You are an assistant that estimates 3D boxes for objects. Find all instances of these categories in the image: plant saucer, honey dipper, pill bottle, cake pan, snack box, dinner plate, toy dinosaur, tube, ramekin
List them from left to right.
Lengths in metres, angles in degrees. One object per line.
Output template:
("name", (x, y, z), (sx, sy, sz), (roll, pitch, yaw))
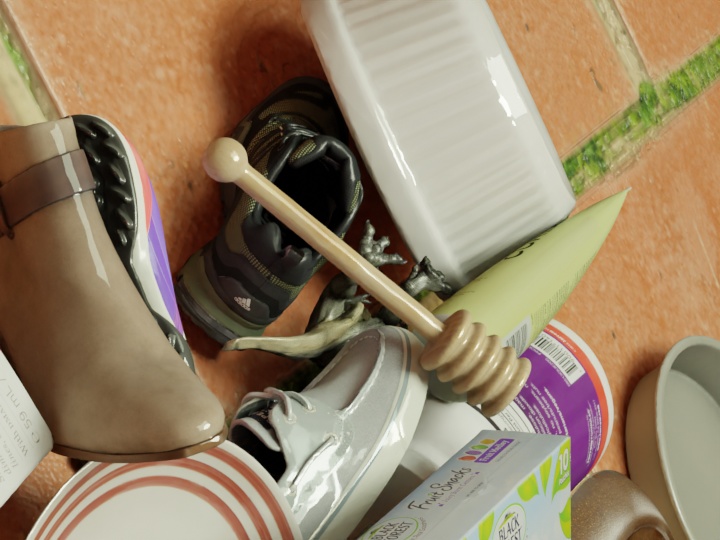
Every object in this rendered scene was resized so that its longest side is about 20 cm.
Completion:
("dinner plate", (-0.098, 0.172, 1.309), (0.200, 0.024, 0.201), (-3, 95, -47))
("toy dinosaur", (-0.004, 0.022, 1.494), (0.047, 0.088, 0.200), (49, 11, 14))
("honey dipper", (0.000, 0.000, 1.420), (0.200, 0.038, 0.038), (39, 38, -11))
("ramekin", (0.049, -0.089, 1.607), (0.202, 0.094, 0.203), (-25, 90, -84))
("pill bottle", (0.055, 0.102, 1.548), (0.200, 0.112, 0.113), (-35, 100, -57))
("snack box", (0.049, 0.172, 1.360), (0.200, 0.053, 0.143), (-34, 124, -63))
("tube", (0.089, 0.012, 1.547), (0.200, 0.058, 0.052), (-37, 120, -55))
("plant saucer", (0.144, 0.215, 1.609), (0.200, 0.032, 0.201), (-23, 116, -60))
("cake pan", (0.238, 0.143, 1.863), (0.200, 0.037, 0.201), (34, 44, -41))

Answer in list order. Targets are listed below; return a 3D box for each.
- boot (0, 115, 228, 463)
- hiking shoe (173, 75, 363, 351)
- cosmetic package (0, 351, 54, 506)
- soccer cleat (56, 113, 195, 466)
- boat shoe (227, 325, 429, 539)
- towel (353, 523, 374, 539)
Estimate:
("boot", (-0.129, 0.004, 1.282), (0.070, 0.200, 0.147), (-16, 102, -31))
("hiking shoe", (-0.028, -0.044, 1.518), (0.076, 0.101, 0.200), (40, 39, -20))
("cosmetic package", (-0.220, 0.093, 1.182), (0.102, 0.074, 0.200), (57, 32, -14))
("soccer cleat", (-0.114, 0.023, 1.396), (0.073, 0.068, 0.201), (22, 54, -75))
("boat shoe", (-0.034, 0.097, 1.414), (0.072, 0.070, 0.201), (46, 61, -27))
("towel", (-0.002, 0.236, 1.378), (0.200, 0.048, 0.172), (-46, 135, -56))
